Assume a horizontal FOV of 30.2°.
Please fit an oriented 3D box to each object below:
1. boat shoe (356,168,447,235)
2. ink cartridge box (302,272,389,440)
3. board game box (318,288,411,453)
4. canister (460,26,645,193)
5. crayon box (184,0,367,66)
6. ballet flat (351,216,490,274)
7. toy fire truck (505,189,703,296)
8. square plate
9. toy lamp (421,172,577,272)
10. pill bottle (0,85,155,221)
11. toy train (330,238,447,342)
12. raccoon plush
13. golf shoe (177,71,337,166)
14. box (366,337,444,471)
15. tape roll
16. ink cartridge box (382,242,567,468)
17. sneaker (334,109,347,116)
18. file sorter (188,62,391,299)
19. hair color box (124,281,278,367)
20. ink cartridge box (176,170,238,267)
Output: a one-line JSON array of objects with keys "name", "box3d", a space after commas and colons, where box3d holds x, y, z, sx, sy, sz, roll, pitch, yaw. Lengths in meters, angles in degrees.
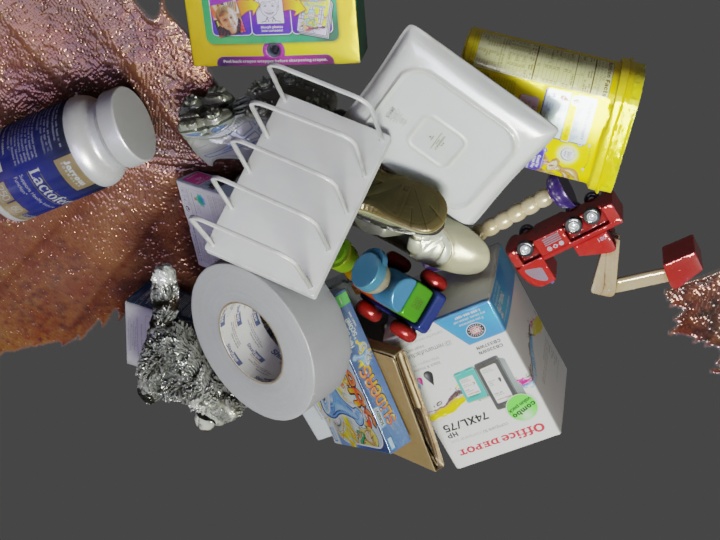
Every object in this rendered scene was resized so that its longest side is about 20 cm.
[{"name": "boat shoe", "box3d": [0.006, -0.088, 1.523, 0.199, 0.072, 0.066, 24, 162, 13]}, {"name": "ink cartridge box", "box3d": [-0.015, 0.105, 1.716, 0.199, 0.041, 0.201, -21, 111, 23]}, {"name": "board game box", "box3d": [-0.024, 0.118, 1.591, 0.135, 0.034, 0.201, -3, 114, 60]}, {"name": "canister", "box3d": [0.203, -0.182, 1.493, 0.198, 0.087, 0.150, 14, 122, 5]}, {"name": "crayon box", "box3d": [-0.098, -0.321, 1.491, 0.198, 0.058, 0.174, 1, 117, 10]}, {"name": "ballet flat", "box3d": [0.056, -0.045, 1.569, 0.199, 0.069, 0.070, 28, 123, 23]}, {"name": "toy fire truck", "box3d": [0.289, -0.019, 1.586, 0.199, 0.049, 0.141, -27, 111, 23]}, {"name": "square plate", "box3d": [0.087, -0.149, 1.477, 0.197, 0.029, 0.200, 34, 139, -6]}, {"name": "toy lamp", "box3d": [0.159, -0.056, 1.589, 0.199, 0.058, 0.058, -28, 110, 20]}, {"name": "pill bottle", "box3d": [-0.353, -0.143, 1.605, 0.199, 0.116, 0.116, -20, 113, 20]}, {"name": "toy train", "box3d": [0.000, 0.000, 1.553, 0.115, 0.200, 0.085, 34, 86, -40]}, {"name": "raccoon plush", "box3d": [-0.198, 0.102, 1.625, 0.133, 0.097, 0.202, 10, 121, 13]}, {"name": "golf shoe", "box3d": [-0.114, -0.174, 1.581, 0.198, 0.079, 0.098, -5, 137, 18]}, {"name": "box", "box3d": [0.013, 0.150, 1.627, 0.199, 0.021, 0.165, 14, 131, 54]}, {"name": "tape roll", "box3d": [-0.105, 0.070, 1.543, 0.199, 0.066, 0.202, 25, 131, 33]}, {"name": "ink cartridge box", "box3d": [0.144, 0.105, 1.626, 0.146, 0.146, 0.201, -22, 112, 22]}, {"name": "sneaker", "box3d": [-0.053, -0.095, 1.587, 0.066, 0.091, 0.201, 24, 120, -4]}, {"name": "file sorter", "box3d": [-0.075, -0.100, 1.424, 0.138, 0.125, 0.201, 23, 77, 14]}, {"name": "hair color box", "box3d": [-0.202, 0.093, 1.712, 0.198, 0.061, 0.101, 17, 124, 19]}, {"name": "ink cartridge box", "box3d": [-0.139, -0.044, 1.600, 0.199, 0.042, 0.120, 21, 131, 47]}]
